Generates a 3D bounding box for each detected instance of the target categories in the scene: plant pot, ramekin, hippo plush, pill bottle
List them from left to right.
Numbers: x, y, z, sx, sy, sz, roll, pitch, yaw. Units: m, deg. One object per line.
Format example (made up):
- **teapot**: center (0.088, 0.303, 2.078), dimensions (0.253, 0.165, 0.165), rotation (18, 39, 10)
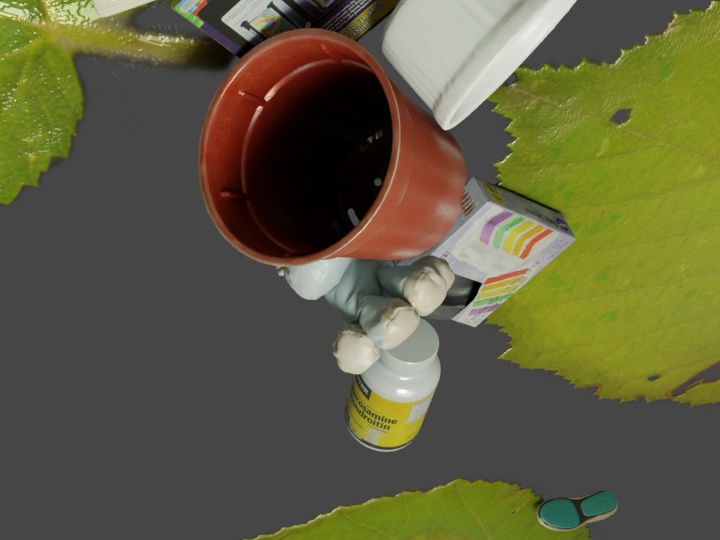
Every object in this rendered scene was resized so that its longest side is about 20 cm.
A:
- **plant pot**: center (-0.009, -0.093, 0.980), dimensions (0.201, 0.201, 0.195), rotation (-38, 158, 20)
- **hippo plush**: center (0.000, 0.000, 1.216), dimensions (0.159, 0.161, 0.200), rotation (-41, -175, 12)
- **pill bottle**: center (0.046, 0.151, 1.465), dimensions (0.112, 0.112, 0.200), rotation (-9, 142, -19)
- **ramekin**: center (0.109, -0.229, 0.948), dimensions (0.200, 0.098, 0.200), rotation (-45, 177, -3)

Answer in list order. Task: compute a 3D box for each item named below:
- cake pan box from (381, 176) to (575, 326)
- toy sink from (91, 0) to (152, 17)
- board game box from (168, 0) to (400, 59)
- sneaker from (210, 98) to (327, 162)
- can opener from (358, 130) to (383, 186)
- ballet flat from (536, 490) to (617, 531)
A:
- **cake pan box**: center (0.140, -0.017, 1.353), dimensions (0.184, 0.052, 0.200), rotation (21, 127, -42)
- **toy sink**: center (-0.166, -0.300, 0.761), dimensions (0.130, 0.112, 0.200), rotation (-20, 145, -5)
- **board game box**: center (-0.044, -0.263, 0.926), dimensions (0.200, 0.057, 0.165), rotation (-36, 145, 18)
- **sneaker**: center (-0.080, -0.132, 1.081), dimensions (0.095, 0.079, 0.200), rotation (-40, 149, -6)
- **can opener**: center (0.036, -0.088, 1.190), dimensions (0.079, 0.063, 0.200), rotation (-26, 144, 4)
- **ballet flat**: center (0.424, 0.486, 2.155), dimensions (0.200, 0.070, 0.070), rotation (-2, 140, -26)
